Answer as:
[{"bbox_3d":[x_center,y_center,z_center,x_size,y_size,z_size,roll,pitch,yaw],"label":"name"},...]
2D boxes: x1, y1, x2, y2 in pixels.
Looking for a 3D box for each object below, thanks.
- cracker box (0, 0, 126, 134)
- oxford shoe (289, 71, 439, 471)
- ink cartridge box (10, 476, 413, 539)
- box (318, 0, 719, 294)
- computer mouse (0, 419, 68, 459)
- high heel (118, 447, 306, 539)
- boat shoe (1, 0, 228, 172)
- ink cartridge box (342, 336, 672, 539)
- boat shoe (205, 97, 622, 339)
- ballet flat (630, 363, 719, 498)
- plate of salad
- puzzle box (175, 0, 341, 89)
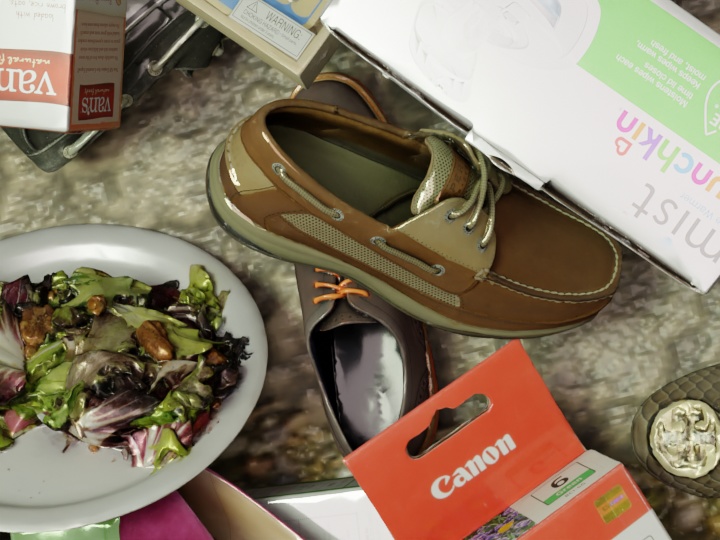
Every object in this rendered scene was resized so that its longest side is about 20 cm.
[{"bbox_3d":[-0.174,-0.168,0.834,0.133,0.058,0.202,6,99,19],"label":"cracker box"},{"bbox_3d":[0.000,0.000,0.889,0.071,0.073,0.202,-13,88,9],"label":"oxford shoe"},{"bbox_3d":[-0.065,0.164,0.908,0.198,0.059,0.105,-8,89,9],"label":"ink cartridge box"},{"bbox_3d":[0.097,-0.083,0.822,0.200,0.176,0.097,36,96,8],"label":"box"},{"bbox_3d":[-0.184,0.076,0.906,0.199,0.053,0.139,-17,44,-13],"label":"computer mouse"},{"bbox_3d":[-0.023,0.131,0.822,0.199,0.067,0.097,3,99,35],"label":"high heel"},{"bbox_3d":[-0.099,-0.130,0.913,0.200,0.071,0.064,-39,117,-1],"label":"boat shoe"},{"bbox_3d":[0.090,0.144,0.853,0.109,0.050,0.201,-34,100,-8],"label":"ink cartridge box"},{"bbox_3d":[0.029,-0.025,0.837,0.199,0.074,0.076,15,60,-13],"label":"boat shoe"},{"bbox_3d":[0.228,0.077,0.867,0.198,0.046,0.068,0,92,8],"label":"ballet flat"},{"bbox_3d":[-0.144,0.039,0.869,0.198,0.201,0.048,4,133,9],"label":"plate of salad"},{"bbox_3d":[-0.066,-0.194,0.860,0.199,0.025,0.133,34,85,12],"label":"puzzle box"}]
